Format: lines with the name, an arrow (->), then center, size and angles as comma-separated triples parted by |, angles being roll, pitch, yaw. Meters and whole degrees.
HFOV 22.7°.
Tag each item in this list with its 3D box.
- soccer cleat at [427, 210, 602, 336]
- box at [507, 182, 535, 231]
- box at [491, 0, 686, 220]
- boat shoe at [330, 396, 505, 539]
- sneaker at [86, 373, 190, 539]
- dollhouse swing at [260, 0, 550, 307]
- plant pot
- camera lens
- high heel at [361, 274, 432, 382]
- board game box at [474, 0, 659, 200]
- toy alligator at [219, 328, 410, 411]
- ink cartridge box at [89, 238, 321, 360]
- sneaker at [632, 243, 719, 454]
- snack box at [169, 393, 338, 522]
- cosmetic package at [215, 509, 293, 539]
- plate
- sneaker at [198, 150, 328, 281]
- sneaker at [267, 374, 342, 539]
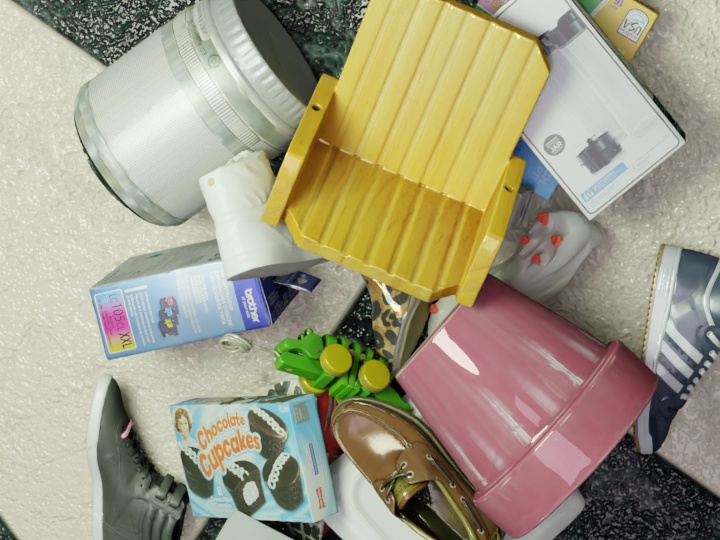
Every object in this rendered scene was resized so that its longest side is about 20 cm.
soccer cleat -> 0.147, 0.017, 1.701 | 0.200, 0.077, 0.070 | -41, 55, 29
box -> 0.067, -0.098, 1.677 | 0.199, 0.039, 0.042 | 26, 110, 19
box -> 0.187, -0.160, 1.613 | 0.116, 0.060, 0.200 | -38, 93, 15
boat shoe -> 0.050, 0.192, 1.646 | 0.200, 0.068, 0.072 | 38, 111, 7
sneaker -> -0.221, 0.199, 1.806 | 0.098, 0.071, 0.202 | 2, 108, 8
dollhouse swing -> 0.050, -0.112, 1.534 | 0.199, 0.182, 0.176 | 24, 133, -2
plant pot -> 0.137, 0.109, 1.606 | 0.179, 0.200, 0.200 | 42, 106, 1
camera lens -> -0.154, -0.150, 1.669 | 0.199, 0.160, 0.160 | -34, 94, 15
high heel -> 0.000, 0.000, 1.731 | 0.142, 0.071, 0.201 | 18, 109, 19
board game box -> 0.162, -0.190, 1.664 | 0.152, 0.040, 0.201 | 30, 106, 3
toy alligator -> -0.038, 0.081, 1.683 | 0.199, 0.055, 0.059 | 24, 144, -18
ink cartridge box -> -0.142, 0.016, 1.715 | 0.199, 0.136, 0.077 | -13, 101, 13
sneaker -> 0.318, 0.082, 1.678 | 0.108, 0.070, 0.202 | 9, 100, 10
snack box -> -0.106, 0.181, 1.734 | 0.199, 0.037, 0.117 | -7, 96, 50
cosmetic package -> -0.081, 0.370, 1.747 | 0.198, 0.123, 0.201 | 27, 136, 4
plate -> 0.081, 0.216, 1.704 | 0.200, 0.032, 0.200 | -43, 82, -8
sneaker -> -0.072, -0.056, 1.616 | 0.073, 0.200, 0.116 | -22, 83, 24
sneaker -> -0.039, 0.183, 1.765 | 0.077, 0.085, 0.201 | 27, 128, 36
